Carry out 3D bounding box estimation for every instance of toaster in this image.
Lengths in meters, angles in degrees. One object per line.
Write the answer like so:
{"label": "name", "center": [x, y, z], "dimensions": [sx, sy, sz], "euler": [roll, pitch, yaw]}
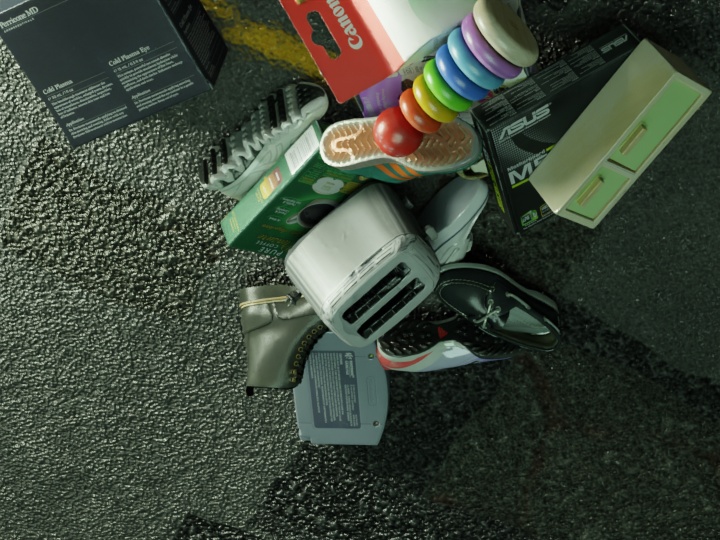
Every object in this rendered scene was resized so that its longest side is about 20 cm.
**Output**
{"label": "toaster", "center": [0.000, 0.000, 1.701], "dimensions": [0.200, 0.129, 0.114], "euler": [-40, 133, 3]}

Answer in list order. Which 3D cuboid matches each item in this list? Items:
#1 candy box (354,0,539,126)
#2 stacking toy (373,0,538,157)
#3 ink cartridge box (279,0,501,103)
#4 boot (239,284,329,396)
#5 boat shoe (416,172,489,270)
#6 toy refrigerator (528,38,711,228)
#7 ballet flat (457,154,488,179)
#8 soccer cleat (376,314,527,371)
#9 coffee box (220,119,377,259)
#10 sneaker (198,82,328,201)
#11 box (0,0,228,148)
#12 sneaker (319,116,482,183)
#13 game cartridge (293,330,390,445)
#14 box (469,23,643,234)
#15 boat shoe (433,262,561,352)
{"label": "candy box", "center": [0.097, -0.216, 1.593], "dimensions": [0.198, 0.072, 0.168], "euler": [-7, 150, 15]}
{"label": "stacking toy", "center": [0.089, -0.188, 1.480], "dimensions": [0.085, 0.086, 0.200], "euler": [38, 119, -18]}
{"label": "ink cartridge box", "center": [0.025, -0.295, 1.503], "dimensions": [0.199, 0.162, 0.050], "euler": [-29, 165, -5]}
{"label": "boot", "center": [-0.059, 0.088, 1.825], "dimensions": [0.198, 0.140, 0.077], "euler": [-6, 169, 23]}
{"label": "boat shoe", "center": [0.105, -0.041, 1.765], "dimensions": [0.065, 0.074, 0.200], "euler": [23, 130, -26]}
{"label": "toy refrigerator", "center": [0.282, -0.144, 1.546], "dimensions": [0.076, 0.070, 0.200], "euler": [17, 121, -44]}
{"label": "ballet flat", "center": [0.197, -0.155, 1.665], "dimensions": [0.198, 0.071, 0.071], "euler": [-19, 121, 20]}
{"label": "soccer cleat", "center": [0.118, 0.098, 1.858], "dimensions": [0.198, 0.069, 0.073], "euler": [-4, 152, -5]}
{"label": "coffee box", "center": [-0.067, -0.093, 1.726], "dimensions": [0.122, 0.044, 0.200], "euler": [10, 135, -43]}
{"label": "sneaker", "center": [-0.105, -0.153, 1.715], "dimensions": [0.199, 0.076, 0.081], "euler": [-35, 128, 30]}
{"label": "box", "center": [-0.285, -0.270, 1.628], "dimensions": [0.198, 0.105, 0.183], "euler": [-19, 121, 19]}
{"label": "sneaker", "center": [0.056, -0.136, 1.587], "dimensions": [0.198, 0.072, 0.080], "euler": [4, 173, 33]}
{"label": "game cartridge", "center": [-0.026, 0.152, 1.932], "dimensions": [0.132, 0.041, 0.202], "euler": [3, 126, 10]}
{"label": "box", "center": [0.233, -0.153, 1.594], "dimensions": [0.199, 0.048, 0.194], "euler": [-29, 144, -4]}
{"label": "boat shoe", "center": [0.174, 0.048, 1.781], "dimensions": [0.198, 0.061, 0.076], "euler": [17, 133, -26]}
